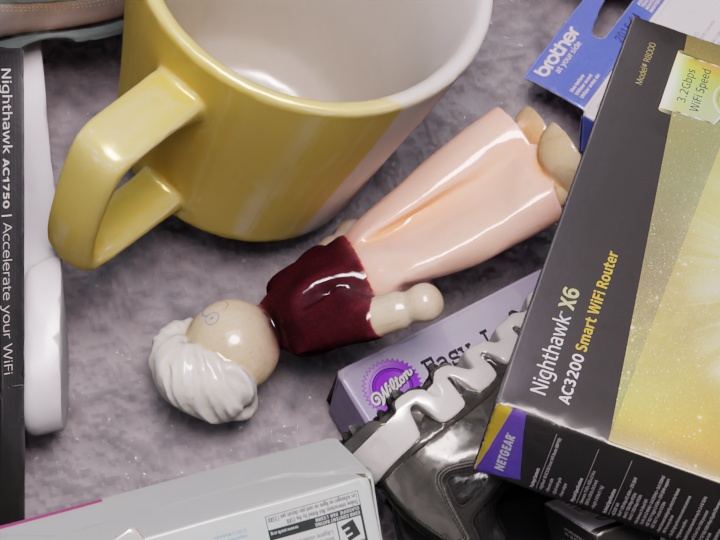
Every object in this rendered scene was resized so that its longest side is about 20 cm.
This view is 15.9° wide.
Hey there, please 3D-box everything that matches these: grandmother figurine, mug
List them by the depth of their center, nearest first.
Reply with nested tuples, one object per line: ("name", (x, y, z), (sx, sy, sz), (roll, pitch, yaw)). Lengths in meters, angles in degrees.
("mug", (-0.054, -0.087, 1.092), (0.186, 0.153, 0.149), (-8, 64, -22))
("grandmother figurine", (0.000, 0.000, 1.102), (0.200, 0.121, 0.061), (-31, 100, -4))

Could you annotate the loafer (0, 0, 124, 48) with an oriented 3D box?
("loafer", (-0.138, -0.135, 1.116), (0.072, 0.063, 0.200), (28, 35, 28))

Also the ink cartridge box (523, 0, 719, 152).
("ink cartridge box", (0.187, -0.073, 1.176), (0.200, 0.042, 0.119), (31, 67, 15))

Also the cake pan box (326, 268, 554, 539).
("cake pan box", (0.108, 0.086, 1.106), (0.200, 0.052, 0.184), (-25, 70, -15))

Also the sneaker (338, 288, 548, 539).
("sneaker", (0.090, 0.048, 1.062), (0.200, 0.066, 0.091), (-37, 82, -18))

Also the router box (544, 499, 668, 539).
("router box", (0.184, 0.144, 1.039), (0.200, 0.052, 0.157), (-16, 105, -17))

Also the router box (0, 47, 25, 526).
("router box", (-0.196, 0.013, 0.994), (0.051, 0.149, 0.200), (5, 96, 35))

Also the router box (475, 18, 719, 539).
("router box", (0.149, 0.012, 0.995), (0.157, 0.052, 0.200), (19, 55, 4))

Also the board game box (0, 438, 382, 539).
("board game box", (-0.052, 0.181, 0.986), (0.147, 0.064, 0.200), (-14, 104, -12))

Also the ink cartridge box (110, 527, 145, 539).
("ink cartridge box", (-0.092, 0.208, 0.926), (0.160, 0.047, 0.200), (-35, 106, -5))

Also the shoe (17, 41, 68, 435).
("shoe", (-0.175, -0.018, 1.109), (0.091, 0.071, 0.200), (-5, 63, -7))
